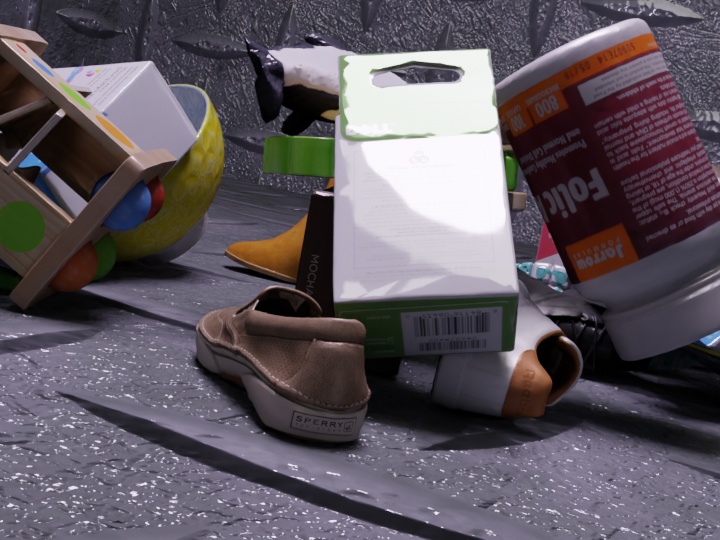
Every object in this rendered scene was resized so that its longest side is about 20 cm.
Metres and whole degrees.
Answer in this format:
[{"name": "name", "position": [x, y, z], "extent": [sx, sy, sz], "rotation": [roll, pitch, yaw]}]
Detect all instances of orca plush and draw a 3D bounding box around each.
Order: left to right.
[{"name": "orca plush", "position": [-0.032, -0.120, 0.834], "extent": [0.105, 0.071, 0.200], "rotation": [41, 24, 7]}]

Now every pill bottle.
[{"name": "pill bottle", "position": [0.175, -0.051, 0.733], "extent": [0.114, 0.201, 0.114], "rotation": [-24, -1, -1]}]

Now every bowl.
[{"name": "bowl", "position": [-0.200, -0.071, 1.032], "extent": [0.200, 0.200, 0.108], "rotation": [17, -33, 48]}]

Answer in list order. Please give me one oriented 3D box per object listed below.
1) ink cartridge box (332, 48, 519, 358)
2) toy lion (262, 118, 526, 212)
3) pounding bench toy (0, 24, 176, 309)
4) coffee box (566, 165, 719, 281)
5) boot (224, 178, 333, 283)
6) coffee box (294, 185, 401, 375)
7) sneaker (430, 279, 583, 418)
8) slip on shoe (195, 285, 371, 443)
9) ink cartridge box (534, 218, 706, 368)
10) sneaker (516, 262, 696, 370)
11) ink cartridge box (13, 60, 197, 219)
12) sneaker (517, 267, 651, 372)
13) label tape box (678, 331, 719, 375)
[{"name": "ink cartridge box", "position": [0.037, -0.046, 0.683], "extent": [0.103, 0.201, 0.059], "rotation": [-3, -37, 3]}, {"name": "toy lion", "position": [0.027, -0.081, 0.850], "extent": [0.190, 0.069, 0.200], "rotation": [4, 4, 13]}, {"name": "pounding bench toy", "position": [-0.245, -0.040, 0.764], "extent": [0.156, 0.200, 0.124], "rotation": [42, 6, -5]}, {"name": "coffee box", "position": [0.294, -0.034, 0.998], "extent": [0.199, 0.080, 0.113], "rotation": [11, 47, 3]}, {"name": "boot", "position": [-0.034, -0.056, 1.140], "extent": [0.200, 0.145, 0.071], "rotation": [12, 5, 13]}, {"name": "coffee box", "position": [0.000, 0.000, 0.827], "extent": [0.079, 0.114, 0.200], "rotation": [11, 7, 1]}, {"name": "sneaker", "position": [0.105, 0.056, 0.739], "extent": [0.084, 0.073, 0.200], "rotation": [15, 18, 11]}, {"name": "slip on shoe", "position": [-0.045, 0.038, 0.624], "extent": [0.076, 0.061, 0.200], "rotation": [9, 6, -17]}, {"name": "ink cartridge box", "position": [0.284, 0.006, 1.143], "extent": [0.199, 0.146, 0.083], "rotation": [13, 7, 21]}, {"name": "sneaker", "position": [0.220, 0.048, 1.053], "extent": [0.199, 0.078, 0.091], "rotation": [20, -2, 8]}, {"name": "ink cartridge box", "position": [-0.261, -0.099, 0.943], "extent": [0.199, 0.145, 0.085], "rotation": [4, -44, 41]}, {"name": "sneaker", "position": [0.161, 0.046, 0.914], "extent": [0.199, 0.076, 0.091], "rotation": [5, 14, -32]}, {"name": "label tape box", "position": [0.295, 0.047, 0.883], "extent": [0.199, 0.066, 0.143], "rotation": [32, -1, -18]}]
